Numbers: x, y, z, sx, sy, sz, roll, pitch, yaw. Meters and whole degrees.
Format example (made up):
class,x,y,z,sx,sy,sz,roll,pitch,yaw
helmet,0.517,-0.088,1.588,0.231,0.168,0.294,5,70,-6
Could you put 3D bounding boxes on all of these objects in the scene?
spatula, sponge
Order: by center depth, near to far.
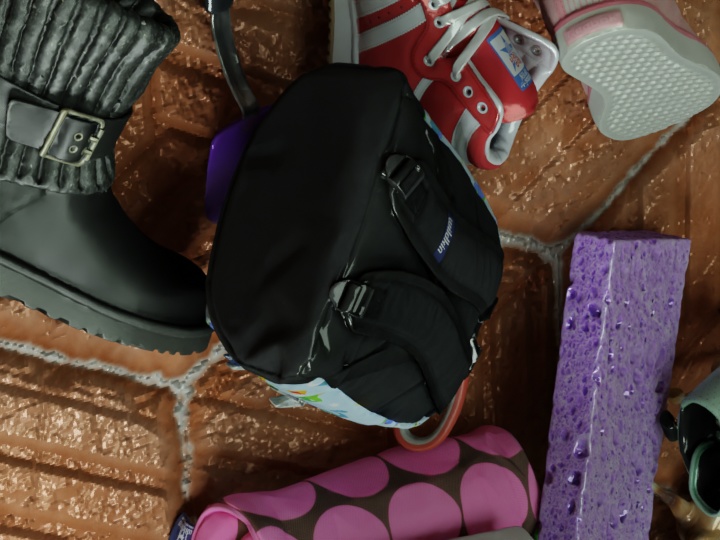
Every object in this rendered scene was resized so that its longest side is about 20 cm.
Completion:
class,x,y,z,sx,sy,sz,roll,pitch,yaw
spatula,-0.066,-0.115,1.430,0.056,0.021,0.201,-29,124,-38
sponge,0.141,0.077,1.614,0.111,0.030,0.201,1,98,-62

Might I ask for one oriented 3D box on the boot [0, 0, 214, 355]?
class,x,y,z,sx,sy,sz,roll,pitch,yaw
boot,-0.125,-0.056,1.377,0.211,0.079,0.158,24,96,-40

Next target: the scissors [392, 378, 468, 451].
class,x,y,z,sx,sy,sz,roll,pitch,yaw
scissors,0.043,-0.002,1.542,0.014,0.073,0.201,-18,127,-75

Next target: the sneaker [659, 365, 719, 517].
class,x,y,z,sx,sy,sz,roll,pitch,yaw
sneaker,0.241,0.130,1.668,0.118,0.074,0.201,-35,117,-28

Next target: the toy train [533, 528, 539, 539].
class,x,y,z,sx,sy,sz,roll,pitch,yaw
toy train,0.051,0.209,1.647,0.200,0.056,0.042,-26,124,-25

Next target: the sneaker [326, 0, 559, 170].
class,x,y,z,sx,sy,sz,roll,pitch,yaw
sneaker,0.040,-0.139,1.420,0.071,0.112,0.201,-46,144,-42

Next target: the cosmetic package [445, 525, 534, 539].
class,x,y,z,sx,sy,sz,roll,pitch,yaw
cosmetic package,0.040,0.271,1.495,0.167,0.166,0.201,-7,127,-34

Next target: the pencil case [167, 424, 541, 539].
class,x,y,z,sx,sy,sz,roll,pitch,yaw
pencil case,0.001,0.146,1.561,0.199,0.091,0.094,-11,136,-34

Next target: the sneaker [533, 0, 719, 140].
class,x,y,z,sx,sy,sz,roll,pitch,yaw
sneaker,0.137,-0.142,1.533,0.075,0.105,0.200,-22,161,13

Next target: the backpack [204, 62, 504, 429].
class,x,y,z,sx,sy,sz,roll,pitch,yaw
backpack,0.000,0.000,1.431,0.200,0.153,0.164,29,77,-52

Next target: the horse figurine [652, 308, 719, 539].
class,x,y,z,sx,sy,sz,roll,pitch,yaw
horse figurine,0.219,0.118,1.729,0.132,0.050,0.201,20,96,-46
